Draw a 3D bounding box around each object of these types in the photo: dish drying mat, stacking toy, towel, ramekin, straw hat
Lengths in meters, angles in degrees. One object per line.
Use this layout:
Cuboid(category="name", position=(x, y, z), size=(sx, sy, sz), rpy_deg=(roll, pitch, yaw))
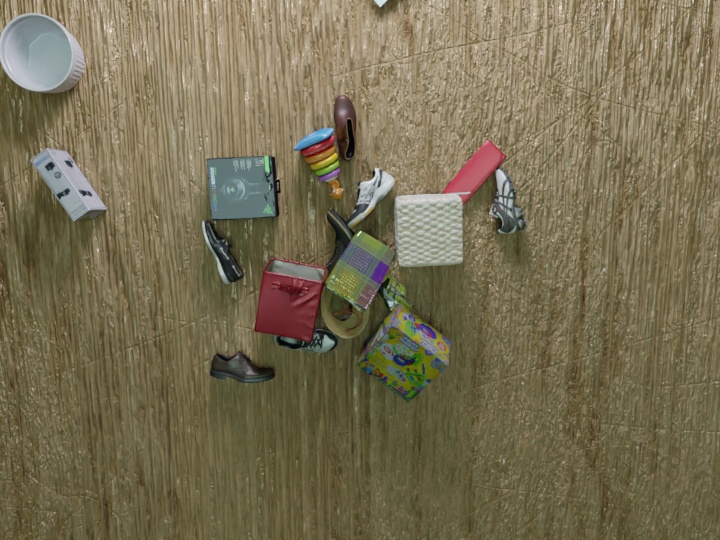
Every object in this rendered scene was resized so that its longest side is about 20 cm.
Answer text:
Cuboid(category="dish drying mat", position=(0.335, -0.282, 1.620), size=(0.077, 0.018, 0.200), rpy_deg=(42, 103, 4))
Cuboid(category="stacking toy", position=(-0.097, -0.299, 1.587), size=(0.115, 0.110, 0.202), rpy_deg=(-19, 110, 16))
Cuboid(category="towel", position=(0.000, 0.000, 1.573), size=(0.143, 0.023, 0.201), rpy_deg=(31, 79, -8))
Cuboid(category="ramekin", position=(-0.865, -0.587, 1.512), size=(0.197, 0.105, 0.203), rpy_deg=(0, 98, -2))
Cuboid(category="straw hat", position=(-0.069, 0.104, 1.638), size=(0.200, 0.085, 0.204), rpy_deg=(2, 87, -43))

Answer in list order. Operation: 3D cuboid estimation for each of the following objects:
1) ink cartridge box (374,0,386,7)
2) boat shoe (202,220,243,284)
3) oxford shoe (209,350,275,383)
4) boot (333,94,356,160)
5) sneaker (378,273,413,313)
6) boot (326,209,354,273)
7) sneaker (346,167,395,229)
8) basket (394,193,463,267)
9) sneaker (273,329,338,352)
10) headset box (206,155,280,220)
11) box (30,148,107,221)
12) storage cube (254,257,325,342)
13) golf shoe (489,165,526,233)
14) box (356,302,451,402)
Cuboid(category="ink cartridge box", position=(0.076, -0.865, 1.535), size=(0.200, 0.047, 0.160), rpy_deg=(-42, 98, 10))
Cuboid(category="boat shoe", position=(-0.405, -0.059, 1.618), size=(0.060, 0.074, 0.202), rpy_deg=(-20, 101, 1))
Cuboid(category="oxford shoe", position=(-0.356, 0.291, 1.670), size=(0.197, 0.073, 0.085), rpy_deg=(9, 96, -3))
Cuboid(category="boot", position=(-0.044, -0.398, 1.515), size=(0.068, 0.200, 0.191), rpy_deg=(3, 98, -2))
Cuboid(category="sneaker", position=(0.090, 0.052, 1.653), size=(0.076, 0.075, 0.201), rpy_deg=(-32, 111, -6))
Cuboid(category="boot", position=(-0.071, -0.065, 1.629), size=(0.138, 0.077, 0.201), rpy_deg=(-36, 97, 8))
Cuboid(category="sneaker", position=(0.013, -0.211, 1.605), size=(0.087, 0.076, 0.200), rpy_deg=(40, 77, -1))
Cuboid(category="basket", position=(0.197, -0.114, 1.576), size=(0.197, 0.161, 0.201), rpy_deg=(-2, 100, 3))
Cuboid(category="sneaker", position=(-0.164, 0.216, 1.649), size=(0.197, 0.088, 0.077), rpy_deg=(6, 96, -4))
Cuboid(category="headset box", position=(-0.328, -0.237, 1.584), size=(0.197, 0.093, 0.176), rpy_deg=(-2, 99, -2))
Cuboid(category="box", position=(-0.821, -0.240, 1.558), size=(0.060, 0.117, 0.201), rpy_deg=(-33, 99, 3))
Cuboid(category="storage cube", position=(-0.201, 0.081, 1.584), size=(0.169, 0.200, 0.182), rpy_deg=(11, 104, -4))
Cuboid(category="golf shoe", position=(0.416, -0.205, 1.619), size=(0.094, 0.078, 0.202), rpy_deg=(-18, 87, 16))
Cuboid(category="box", position=(0.129, 0.243, 1.619), size=(0.199, 0.122, 0.193), rpy_deg=(37, 121, -7))
